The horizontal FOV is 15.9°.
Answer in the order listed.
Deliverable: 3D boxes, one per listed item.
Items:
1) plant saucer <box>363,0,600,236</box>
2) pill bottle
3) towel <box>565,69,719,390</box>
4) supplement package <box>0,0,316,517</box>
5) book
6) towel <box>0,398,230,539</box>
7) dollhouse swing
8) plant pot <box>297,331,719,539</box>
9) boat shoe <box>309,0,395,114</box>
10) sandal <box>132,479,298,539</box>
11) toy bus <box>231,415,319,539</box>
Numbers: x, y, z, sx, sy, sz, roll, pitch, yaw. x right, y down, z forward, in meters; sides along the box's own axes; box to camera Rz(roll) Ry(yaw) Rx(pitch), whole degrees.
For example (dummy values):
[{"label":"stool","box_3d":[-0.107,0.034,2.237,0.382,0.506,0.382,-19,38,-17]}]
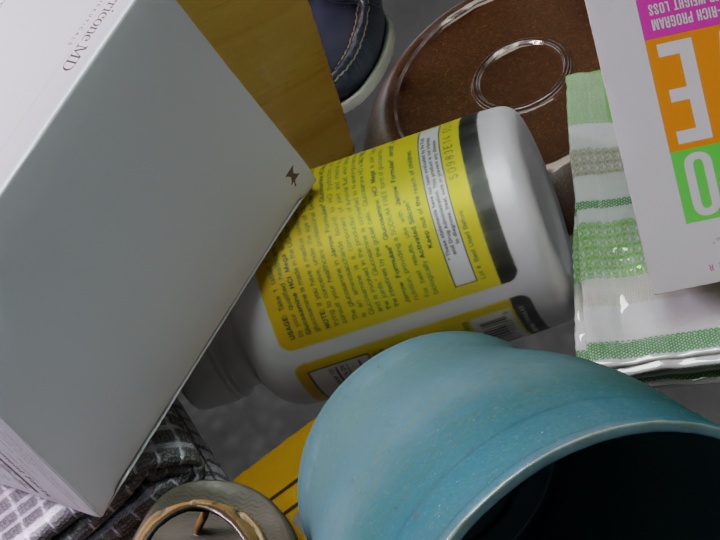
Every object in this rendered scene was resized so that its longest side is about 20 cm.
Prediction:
[{"label":"plant saucer","box_3d":[0.090,-0.096,1.382,0.200,0.032,0.201,-14,44,14]},{"label":"pill bottle","box_3d":[0.000,0.000,1.278,0.199,0.113,0.113,-18,44,11]},{"label":"towel","box_3d":[0.176,-0.027,1.256,0.149,0.031,0.200,-5,49,7]},{"label":"supplement package","box_3d":[-0.143,-0.019,1.188,0.111,0.156,0.200,13,62,41]},{"label":"book","box_3d":[0.175,-0.100,1.157,0.133,0.201,0.048,-11,20,13]},{"label":"towel","box_3d":[-0.177,0.116,1.270,0.200,0.086,0.166,-38,43,-2]},{"label":"dollhouse swing","box_3d":[-0.136,-0.085,1.371,0.181,0.200,0.176,20,52,39]},{"label":"plant pot","box_3d":[0.065,0.119,1.085,0.200,0.200,0.188,-36,31,-7]},{"label":"boat shoe","box_3d":[-0.018,-0.167,1.476,0.075,0.062,0.200,-13,43,21]},{"label":"sandal","box_3d":[-0.074,0.131,1.097,0.081,0.055,0.200,5,21,11]},{"label":"toy bus","box_3d":[-0.018,0.121,1.208,0.200,0.065,0.078,-36,44,-8]}]
